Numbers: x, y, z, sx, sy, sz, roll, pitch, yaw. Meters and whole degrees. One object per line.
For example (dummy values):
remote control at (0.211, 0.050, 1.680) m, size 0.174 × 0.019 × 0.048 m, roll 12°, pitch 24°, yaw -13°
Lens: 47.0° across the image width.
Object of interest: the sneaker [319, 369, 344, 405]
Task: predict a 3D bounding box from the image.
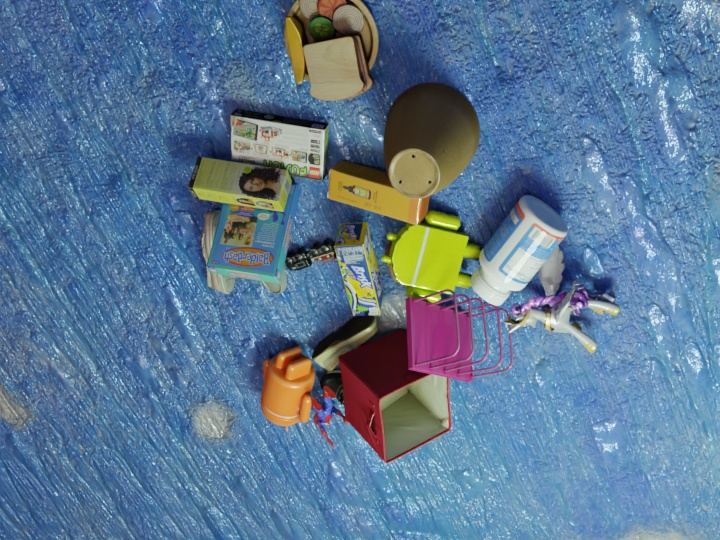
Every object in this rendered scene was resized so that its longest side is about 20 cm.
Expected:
sneaker at (-0.005, 0.295, 1.894) m, size 0.196 × 0.088 × 0.077 m, roll 18°, pitch 123°, yaw 5°

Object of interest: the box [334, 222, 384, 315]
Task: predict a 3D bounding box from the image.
box at (0.000, 0.000, 1.705) m, size 0.063 × 0.071 × 0.203 m, roll -1°, pitch 133°, yaw 13°

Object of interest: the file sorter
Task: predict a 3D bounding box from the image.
file sorter at (0.200, 0.129, 1.637) m, size 0.124 × 0.142 × 0.198 m, roll -18°, pitch 156°, yaw 40°

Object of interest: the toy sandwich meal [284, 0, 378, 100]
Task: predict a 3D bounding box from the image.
toy sandwich meal at (-0.058, -0.409, 1.511) m, size 0.200 × 0.071 × 0.209 m, roll 7°, pitch 121°, yaw 12°

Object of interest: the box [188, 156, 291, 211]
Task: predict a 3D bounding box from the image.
box at (-0.242, -0.174, 1.666) m, size 0.195 × 0.077 × 0.050 m, roll 8°, pitch 159°, yaw 13°

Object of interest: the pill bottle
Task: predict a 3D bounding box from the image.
pill bottle at (0.298, -0.034, 1.594) m, size 0.111 × 0.113 × 0.201 m, roll 33°, pitch 118°, yaw -5°

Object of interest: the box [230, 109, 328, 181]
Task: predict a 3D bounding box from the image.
box at (-0.163, -0.250, 1.654) m, size 0.195 × 0.035 × 0.112 m, roll 11°, pitch 122°, yaw 10°

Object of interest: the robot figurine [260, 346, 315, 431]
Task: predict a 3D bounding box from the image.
robot figurine at (-0.170, 0.273, 1.915) m, size 0.141 × 0.117 × 0.203 m, roll 17°, pitch 122°, yaw 2°

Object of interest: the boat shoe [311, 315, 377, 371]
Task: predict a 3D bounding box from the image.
boat shoe at (-0.025, 0.163, 1.836) m, size 0.063 × 0.074 × 0.199 m, roll 42°, pitch 125°, yaw -19°

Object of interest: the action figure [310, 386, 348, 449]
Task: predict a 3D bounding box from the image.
action figure at (-0.067, 0.342, 1.906) m, size 0.099 × 0.065 × 0.201 m, roll 49°, pitch 165°, yaw 15°

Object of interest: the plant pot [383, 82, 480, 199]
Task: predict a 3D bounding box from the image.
plant pot at (0.113, -0.216, 1.498) m, size 0.182 × 0.201 × 0.190 m, roll 8°, pitch 121°, yaw 13°

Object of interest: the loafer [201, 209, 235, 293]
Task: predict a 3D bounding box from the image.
loafer at (-0.323, -0.039, 1.807) m, size 0.061 × 0.072 × 0.204 m, roll 7°, pitch 124°, yaw 20°

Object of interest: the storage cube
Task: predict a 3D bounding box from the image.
storage cube at (0.071, 0.261, 1.758) m, size 0.197 × 0.179 × 0.174 m, roll -20°, pitch 123°, yaw -23°

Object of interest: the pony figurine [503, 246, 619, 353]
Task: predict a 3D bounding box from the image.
pony figurine at (0.399, 0.065, 1.621) m, size 0.196 × 0.168 × 0.196 m, roll 13°, pitch 125°, yaw -13°

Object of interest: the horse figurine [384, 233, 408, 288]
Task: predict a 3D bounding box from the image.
horse figurine at (0.114, 0.006, 1.716) m, size 0.132 × 0.050 × 0.200 m, roll -37°, pitch 107°, yaw 24°

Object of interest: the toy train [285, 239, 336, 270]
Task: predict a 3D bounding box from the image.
toy train at (-0.074, -0.038, 1.753) m, size 0.196 × 0.034 × 0.046 m, roll -17°, pitch 117°, yaw 24°

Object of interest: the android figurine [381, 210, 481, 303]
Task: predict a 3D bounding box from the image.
android figurine at (0.139, -0.026, 1.653) m, size 0.195 × 0.041 × 0.186 m, roll 10°, pitch 104°, yaw -12°

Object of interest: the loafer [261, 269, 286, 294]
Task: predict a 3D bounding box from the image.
loafer at (-0.220, -0.031, 1.777) m, size 0.069 × 0.070 × 0.203 m, roll -17°, pitch 113°, yaw 26°

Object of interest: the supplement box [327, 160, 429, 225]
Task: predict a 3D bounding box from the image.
supplement box at (0.035, -0.155, 1.618) m, size 0.196 × 0.069 × 0.068 m, roll 17°, pitch 123°, yaw 15°

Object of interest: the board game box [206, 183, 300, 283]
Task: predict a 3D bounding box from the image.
board game box at (-0.216, -0.084, 1.681) m, size 0.148 × 0.204 × 0.045 m, roll 8°, pitch 162°, yaw 11°
